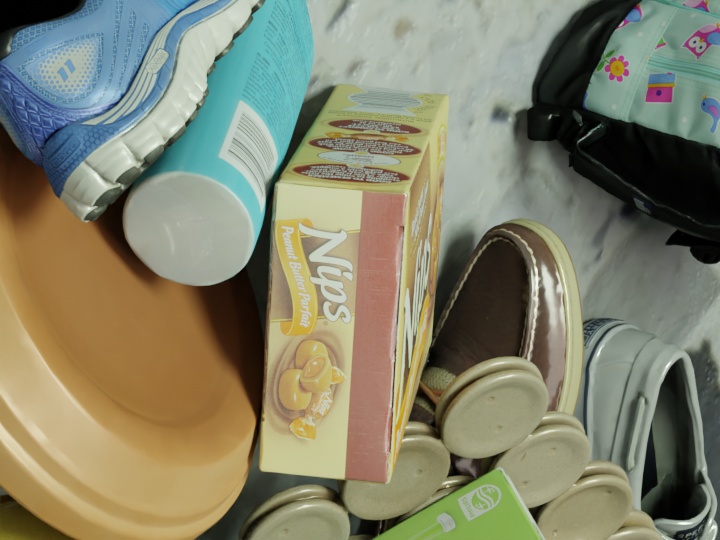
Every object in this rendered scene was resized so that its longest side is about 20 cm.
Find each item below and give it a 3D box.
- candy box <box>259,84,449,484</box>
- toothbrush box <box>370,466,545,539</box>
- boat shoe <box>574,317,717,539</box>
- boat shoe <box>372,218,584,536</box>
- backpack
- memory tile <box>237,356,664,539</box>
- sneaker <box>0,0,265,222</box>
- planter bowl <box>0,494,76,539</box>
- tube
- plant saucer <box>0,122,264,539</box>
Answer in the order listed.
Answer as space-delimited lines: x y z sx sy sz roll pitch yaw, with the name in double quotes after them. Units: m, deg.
0.000 0.000 1.199 0.200 0.055 0.116 -64 158 -74 "candy box"
0.014 0.201 1.272 0.199 0.086 0.146 -29 132 1 "toothbrush box"
0.144 0.121 1.471 0.073 0.065 0.201 -36 127 -35 "boat shoe"
0.043 0.074 1.344 0.072 0.072 0.201 4 107 -47 "boat shoe"
0.201 -0.064 1.371 0.167 0.199 0.127 24 84 -48 "backpack"
0.044 0.120 1.296 0.153 0.017 0.200 -33 140 5 "memory tile"
-0.092 -0.101 1.089 0.089 0.078 0.200 44 25 -13 "sneaker"
-0.150 0.140 1.104 0.200 0.200 0.084 -23 81 -42 "planter bowl"
-0.045 -0.071 1.162 0.200 0.050 0.078 -71 160 -54 "tube"
-0.099 0.006 1.100 0.200 0.037 0.201 38 37 -36 "plant saucer"
